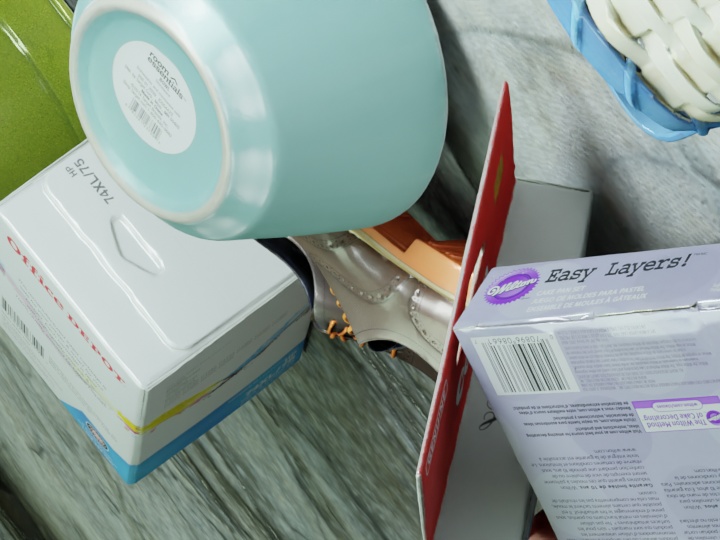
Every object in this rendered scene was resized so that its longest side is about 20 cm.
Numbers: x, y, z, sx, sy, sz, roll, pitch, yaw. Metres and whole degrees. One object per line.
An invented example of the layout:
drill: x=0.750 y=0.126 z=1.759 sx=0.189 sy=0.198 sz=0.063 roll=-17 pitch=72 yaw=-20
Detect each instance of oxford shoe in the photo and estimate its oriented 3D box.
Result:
oxford shoe: x=0.014 y=0.025 z=1.548 sx=0.200 sy=0.073 sz=0.071 roll=48 pitch=161 yaw=16
oxford shoe: x=0.000 y=0.000 z=1.476 sx=0.200 sy=0.073 sz=0.071 roll=31 pitch=-163 yaw=38

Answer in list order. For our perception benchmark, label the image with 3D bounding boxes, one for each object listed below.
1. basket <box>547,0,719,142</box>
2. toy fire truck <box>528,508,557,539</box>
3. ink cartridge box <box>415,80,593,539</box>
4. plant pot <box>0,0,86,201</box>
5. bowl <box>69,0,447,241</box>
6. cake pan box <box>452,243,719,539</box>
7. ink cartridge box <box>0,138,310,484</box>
basket: x=0.105 y=-0.128 z=0.922 sx=0.176 sy=0.139 sz=0.200 roll=58 pitch=153 yaw=-11
toy fire truck: x=0.108 y=0.174 z=1.396 sx=0.200 sy=0.129 sz=0.176 roll=7 pitch=110 yaw=29
ink cartridge box: x=0.066 y=0.046 z=1.277 sx=0.045 sy=0.200 sz=0.176 roll=10 pitch=153 yaw=7
plant pot: x=-0.279 y=-0.091 z=1.869 sx=0.200 sy=0.193 sz=0.200 roll=46 pitch=161 yaw=22
bowl: x=-0.065 y=-0.094 z=1.373 sx=0.201 sy=0.105 sz=0.201 roll=28 pitch=133 yaw=35
cake pan box: x=0.155 y=0.075 z=1.187 sx=0.200 sy=0.052 sz=0.184 roll=-8 pitch=121 yaw=36
ink cartridge box: x=-0.126 y=0.010 z=1.748 sx=0.147 sy=0.146 sz=0.200 roll=50 pitch=162 yaw=11
